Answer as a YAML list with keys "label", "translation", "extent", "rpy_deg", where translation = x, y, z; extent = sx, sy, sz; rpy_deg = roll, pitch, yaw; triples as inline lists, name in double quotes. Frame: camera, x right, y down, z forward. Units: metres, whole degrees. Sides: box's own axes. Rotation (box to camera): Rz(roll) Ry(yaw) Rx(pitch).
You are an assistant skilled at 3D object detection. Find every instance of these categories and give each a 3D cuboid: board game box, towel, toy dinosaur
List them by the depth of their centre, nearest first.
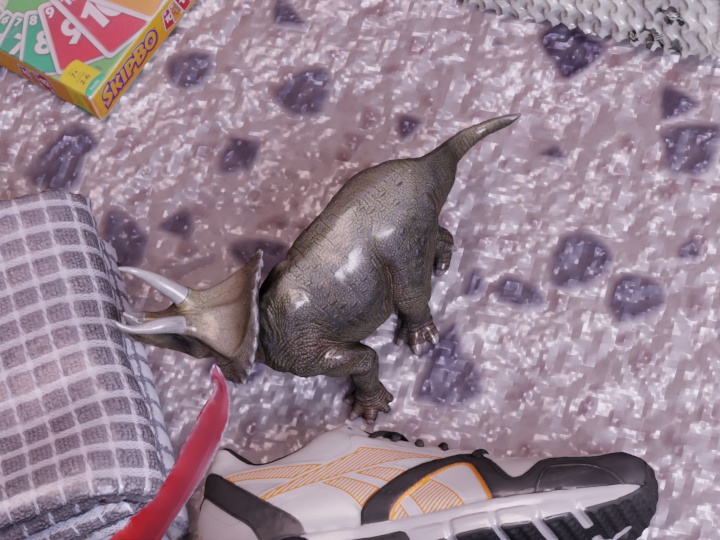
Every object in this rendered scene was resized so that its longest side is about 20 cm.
- label: "toy dinosaur"
  translation: [0.000, 0.000, 1.166]
  extent: [0.199, 0.102, 0.077]
  rpy_deg: [-35, 61, -5]
- label: "towel"
  translation: [-0.187, 0.071, 1.184]
  extent: [0.199, 0.086, 0.166]
  rpy_deg: [-21, 59, 2]
- label: "board game box"
  translation: [-0.176, -0.155, 1.335]
  extent: [0.199, 0.030, 0.096]
  rpy_deg: [28, 72, 27]

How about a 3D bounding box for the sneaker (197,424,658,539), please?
- label: "sneaker"
  translation: [0.023, 0.093, 1.129]
  extent: [0.199, 0.074, 0.080]
  rpy_deg: [-10, 59, 8]

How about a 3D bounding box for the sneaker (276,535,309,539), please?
- label: "sneaker"
  translation: [0.007, 0.166, 1.062]
  extent: [0.199, 0.114, 0.076]
  rpy_deg: [3, 46, 17]

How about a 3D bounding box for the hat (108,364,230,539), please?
- label: "hat"
  translation: [-0.092, 0.172, 1.063]
  extent: [0.176, 0.200, 0.166]
  rpy_deg: [-40, 92, -22]

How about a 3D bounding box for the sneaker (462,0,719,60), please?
- label: "sneaker"
  translation: [0.102, -0.167, 1.255]
  extent: [0.199, 0.070, 0.100]
  rpy_deg: [20, 62, 18]
